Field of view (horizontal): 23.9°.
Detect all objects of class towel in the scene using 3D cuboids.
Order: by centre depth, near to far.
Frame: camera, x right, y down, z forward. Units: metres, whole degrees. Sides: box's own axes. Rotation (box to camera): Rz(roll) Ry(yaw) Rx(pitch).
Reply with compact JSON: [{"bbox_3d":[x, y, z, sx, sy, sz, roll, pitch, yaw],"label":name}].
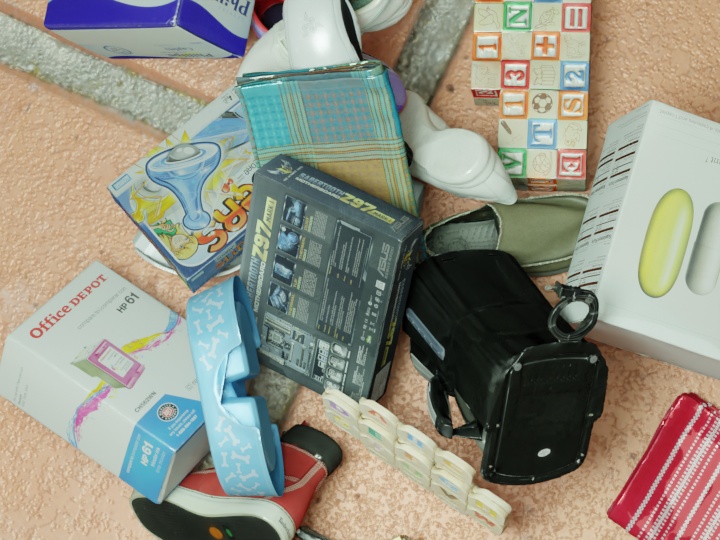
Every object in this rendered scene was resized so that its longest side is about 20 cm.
[{"bbox_3d":[-0.025,-0.091,1.559,0.145,0.022,0.202,-4,118,18],"label":"towel"},{"bbox_3d":[0.345,0.224,1.584,0.199,0.022,0.145,34,88,11],"label":"towel"}]

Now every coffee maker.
[{"bbox_3d":[0.134,0.061,1.526,0.193,0.134,0.200,-61,33,17],"label":"coffee maker"}]

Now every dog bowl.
[{"bbox_3d":[-0.113,0.108,1.530,0.049,0.111,0.202,-11,86,5],"label":"dog bowl"}]

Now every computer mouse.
[{"bbox_3d":[-0.026,-0.162,1.555,0.108,0.044,0.202,-11,112,20],"label":"computer mouse"}]

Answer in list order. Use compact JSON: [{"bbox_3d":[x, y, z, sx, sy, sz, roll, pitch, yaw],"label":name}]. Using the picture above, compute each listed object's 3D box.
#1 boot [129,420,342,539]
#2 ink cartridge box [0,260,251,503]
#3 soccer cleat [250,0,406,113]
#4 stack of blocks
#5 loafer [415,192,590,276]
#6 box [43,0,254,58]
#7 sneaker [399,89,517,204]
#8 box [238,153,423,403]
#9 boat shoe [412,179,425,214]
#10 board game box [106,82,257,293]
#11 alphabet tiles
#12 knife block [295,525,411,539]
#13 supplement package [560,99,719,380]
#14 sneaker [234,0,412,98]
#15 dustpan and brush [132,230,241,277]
[{"bbox_3d":[-0.116,0.199,1.637,0.198,0.073,0.145,-1,37,35],"label":"boot"},{"bbox_3d":[-0.224,0.102,1.618,0.199,0.085,0.145,31,43,12],"label":"ink cartridge box"},{"bbox_3d":[-0.039,-0.211,1.658,0.200,0.076,0.067,41,90,28],"label":"soccer cleat"},{"bbox_3d":[0.165,-0.182,1.653,0.114,0.059,0.203,1,82,8],"label":"stack of blocks"},{"bbox_3d":[0.145,-0.030,1.626,0.198,0.070,0.076,-13,80,6],"label":"loafer"},{"bbox_3d":[-0.195,-0.317,1.669,0.182,0.105,0.202,5,81,36],"label":"box"},{"bbox_3d":[0.075,-0.108,1.632,0.076,0.088,0.200,-53,40,0],"label":"sneaker"},{"bbox_3d":[-0.035,0.014,1.561,0.156,0.051,0.202,24,125,19],"label":"box"},{"bbox_3d":[0.000,0.000,1.640,0.066,0.074,0.202,21,86,8],"label":"boat shoe"},{"bbox_3d":[-0.128,-0.092,1.653,0.200,0.035,0.135,-40,69,-10],"label":"board game box"},{"bbox_3d":[0.050,0.174,1.546,0.199,0.196,0.015,33,75,11],"label":"alphabet tiles"},{"bbox_3d":[-0.017,0.327,1.599,0.174,0.064,0.202,-25,79,4],"label":"knife block"},{"bbox_3d":[0.303,-0.020,1.543,0.189,0.147,0.202,17,84,-5],"label":"supplement package"},{"bbox_3d":[-0.041,-0.228,1.594,0.200,0.080,0.071,-38,80,5],"label":"sneaker"},{"bbox_3d":[-0.118,-0.032,1.669,0.199,0.057,0.140,33,87,11],"label":"dustpan and brush"}]
